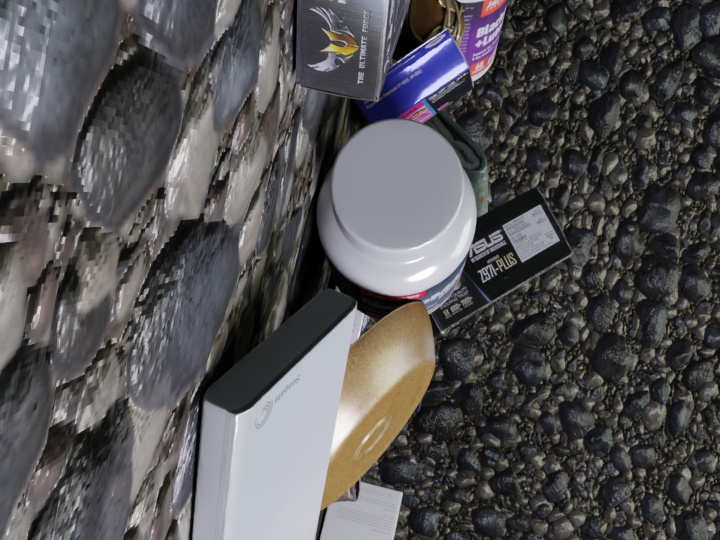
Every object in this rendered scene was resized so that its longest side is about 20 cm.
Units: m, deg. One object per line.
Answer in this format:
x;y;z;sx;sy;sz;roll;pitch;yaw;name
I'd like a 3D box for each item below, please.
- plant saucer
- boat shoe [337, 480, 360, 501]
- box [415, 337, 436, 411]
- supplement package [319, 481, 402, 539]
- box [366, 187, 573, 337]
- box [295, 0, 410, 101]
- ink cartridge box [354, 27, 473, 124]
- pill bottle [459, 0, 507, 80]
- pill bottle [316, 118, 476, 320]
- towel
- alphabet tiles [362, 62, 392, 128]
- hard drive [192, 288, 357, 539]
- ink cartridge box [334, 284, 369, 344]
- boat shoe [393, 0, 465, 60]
-0.001;0.114;0.663;0.200;0.035;0.201;-45;161;-21;plant saucer
-0.013;0.170;0.979;0.075;0.072;0.203;-68;169;-63;boat shoe
0.048;0.057;1.161;0.197;0.115;0.203;90;12;-68;box
-0.010;0.461;1.453;0.120;0.119;0.203;92;12;-66;supplement package
0.107;0.007;0.980;0.198;0.087;0.164;-28;176;-27;box
0.011;-0.216;0.443;0.202;0.047;0.160;97;7;-50;box
0.050;-0.158;0.772;0.037;0.094;0.200;58;11;2;ink cartridge box
0.103;-0.301;0.931;0.201;0.109;0.113;92;12;-63;pill bottle
0.027;-0.034;0.666;0.200;0.117;0.122;77;26;-77;pill bottle
0.113;-0.123;1.154;0.173;0.047;0.201;77;-12;-47;towel
0.014;-0.135;0.917;0.200;0.006;0.170;43;60;-84;alphabet tiles
-0.053;0.126;0.513;0.132;0.026;0.203;-41;146;-55;hard drive
0.000;0.000;0.868;0.099;0.039;0.203;-57;162;-77;ink cartridge box
0.060;-0.231;0.794;0.200;0.073;0.077;-30;132;-79;boat shoe
